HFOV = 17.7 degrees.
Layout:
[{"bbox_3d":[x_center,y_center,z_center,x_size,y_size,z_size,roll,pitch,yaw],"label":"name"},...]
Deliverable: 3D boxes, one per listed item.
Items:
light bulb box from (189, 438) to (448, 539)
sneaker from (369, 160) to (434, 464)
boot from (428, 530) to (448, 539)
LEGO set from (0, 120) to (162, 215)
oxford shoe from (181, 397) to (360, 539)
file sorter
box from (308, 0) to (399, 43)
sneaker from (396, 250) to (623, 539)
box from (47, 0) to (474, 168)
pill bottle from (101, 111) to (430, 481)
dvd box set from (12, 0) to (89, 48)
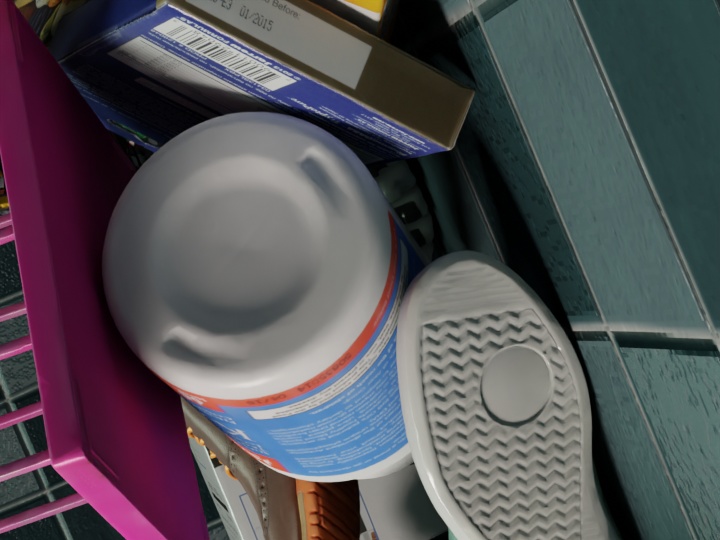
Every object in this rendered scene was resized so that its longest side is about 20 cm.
[{"bbox_3d":[-0.037,0.095,1.373,0.198,0.124,0.201,-172,60,-82],"label":"light bulb box"},{"bbox_3d":[0.000,0.000,1.079,0.081,0.075,0.200,-108,2,-50],"label":"sneaker"},{"bbox_3d":[0.072,0.211,1.176,0.163,0.073,0.198,63,169,5],"label":"boot"},{"bbox_3d":[-0.115,-0.050,1.142,0.200,0.153,0.116,-48,57,43],"label":"LEGO set"},{"bbox_3d":[-0.048,0.075,1.076,0.071,0.073,0.201,55,-160,-58],"label":"oxford shoe"},{"bbox_3d":[-0.151,0.029,0.889,0.139,0.125,0.201,57,-164,-58],"label":"file sorter"},{"bbox_3d":[-0.045,-0.110,0.907,0.119,0.042,0.200,21,165,2],"label":"box"},{"bbox_3d":[0.047,0.075,0.917,0.118,0.074,0.201,33,148,64],"label":"sneaker"},{"bbox_3d":[-0.052,-0.073,0.912,0.121,0.033,0.200,26,165,-20],"label":"box"},{"bbox_3d":[-0.021,0.022,0.932,0.113,0.112,0.200,63,-176,24],"label":"pill bottle"},{"bbox_3d":[-0.132,-0.132,0.935,0.029,0.146,0.200,43,136,12],"label":"dvd box set"}]
